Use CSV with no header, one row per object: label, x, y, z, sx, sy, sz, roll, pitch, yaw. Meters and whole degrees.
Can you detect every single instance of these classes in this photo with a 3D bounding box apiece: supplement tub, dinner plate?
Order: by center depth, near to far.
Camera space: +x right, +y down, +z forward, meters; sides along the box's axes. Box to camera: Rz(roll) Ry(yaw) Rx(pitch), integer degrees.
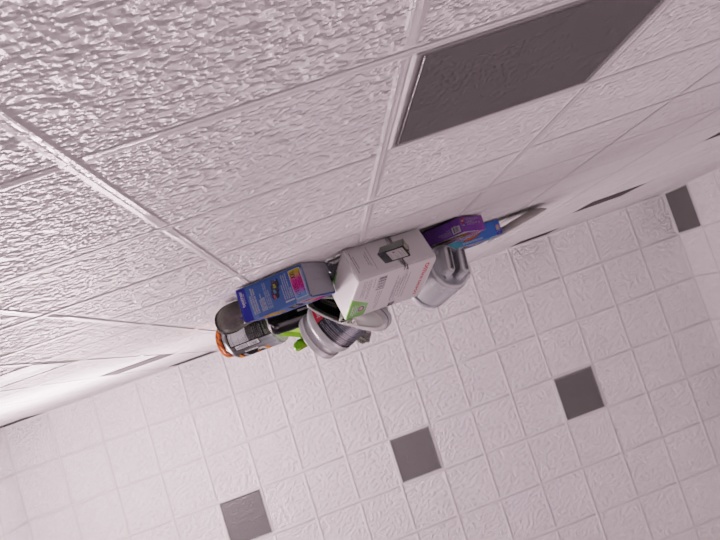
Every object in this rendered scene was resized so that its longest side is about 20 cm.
supplement tub,-0.041,0.103,1.599,0.200,0.141,0.140,-43,167,20
supplement tub,-0.308,0.173,1.885,0.196,0.125,0.122,-21,174,22
dinner plate,0.450,-0.137,1.925,0.197,0.025,0.200,-30,176,-2

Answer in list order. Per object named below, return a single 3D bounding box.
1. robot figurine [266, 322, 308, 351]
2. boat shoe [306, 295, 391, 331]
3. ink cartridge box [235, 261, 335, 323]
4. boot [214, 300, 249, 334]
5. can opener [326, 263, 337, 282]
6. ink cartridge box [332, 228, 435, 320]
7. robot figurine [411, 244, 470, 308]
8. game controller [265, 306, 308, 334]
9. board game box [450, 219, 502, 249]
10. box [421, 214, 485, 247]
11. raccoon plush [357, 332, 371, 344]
robot figurine,-0.152,0.119,1.764,0.195,0.180,0.116,7,-168,-18
boat shoe,-0.028,0.091,1.481,0.196,0.074,0.066,22,-160,12
ink cartridge box,-0.170,0.050,1.401,0.196,0.078,0.136,-20,175,20
boot,-0.237,0.075,1.537,0.198,0.069,0.130,-25,176,-44
can opener,-0.076,0.013,1.538,0.053,0.066,0.199,-59,-166,-23
ink cartridge box,0.048,0.008,1.430,0.196,0.085,0.147,-17,148,-27
robot figurine,0.180,0.017,1.570,0.166,0.116,0.200,6,151,-23
game controller,-0.149,0.087,1.683,0.196,0.107,0.042,-18,179,-17
board game box,0.280,-0.081,1.872,0.196,0.046,0.152,-19,175,-20
box,0.186,-0.078,1.587,0.197,0.040,0.136,-23,173,32
raccoon plush,-0.051,0.165,1.940,0.197,0.137,0.096,-22,175,36
